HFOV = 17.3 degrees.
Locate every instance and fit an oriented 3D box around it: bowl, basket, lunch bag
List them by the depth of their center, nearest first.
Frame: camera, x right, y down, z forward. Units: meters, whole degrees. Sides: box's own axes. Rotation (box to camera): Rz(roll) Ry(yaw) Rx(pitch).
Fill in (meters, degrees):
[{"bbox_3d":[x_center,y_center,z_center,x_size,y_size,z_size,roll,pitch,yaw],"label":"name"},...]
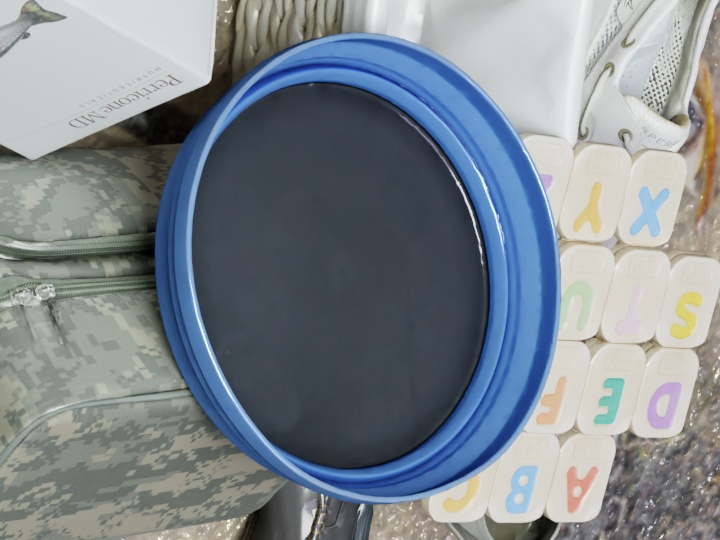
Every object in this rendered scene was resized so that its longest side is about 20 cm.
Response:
[{"bbox_3d":[0.000,0.000,1.015,0.200,0.039,0.202,6,80,-36],"label":"bowl"},{"bbox_3d":[-0.121,0.020,1.061,0.199,0.168,0.139,-6,147,-36],"label":"lunch bag"},{"bbox_3d":[0.020,-0.091,1.141,0.135,0.123,0.201,-6,111,-35],"label":"basket"}]

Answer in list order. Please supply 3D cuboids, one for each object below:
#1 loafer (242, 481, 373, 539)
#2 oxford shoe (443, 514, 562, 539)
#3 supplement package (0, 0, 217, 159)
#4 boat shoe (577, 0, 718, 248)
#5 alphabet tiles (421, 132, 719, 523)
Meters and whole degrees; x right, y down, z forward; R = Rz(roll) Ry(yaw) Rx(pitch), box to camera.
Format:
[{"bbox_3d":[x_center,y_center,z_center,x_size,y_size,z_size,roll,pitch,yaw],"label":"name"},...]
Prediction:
[{"bbox_3d":[-0.030,0.117,1.222,0.072,0.073,0.200,41,72,-35],"label":"loafer"},{"bbox_3d":[0.040,0.076,1.190,0.075,0.058,0.200,-50,120,-18],"label":"oxford shoe"},{"bbox_3d":[-0.164,-0.146,0.955,0.200,0.117,0.118,27,55,-42],"label":"supplement package"},{"bbox_3d":[0.143,-0.082,1.271,0.071,0.069,0.201,8,103,-40],"label":"boat shoe"},{"bbox_3d":[0.098,0.033,1.160,0.199,0.015,0.196,5,105,-40],"label":"alphabet tiles"}]
